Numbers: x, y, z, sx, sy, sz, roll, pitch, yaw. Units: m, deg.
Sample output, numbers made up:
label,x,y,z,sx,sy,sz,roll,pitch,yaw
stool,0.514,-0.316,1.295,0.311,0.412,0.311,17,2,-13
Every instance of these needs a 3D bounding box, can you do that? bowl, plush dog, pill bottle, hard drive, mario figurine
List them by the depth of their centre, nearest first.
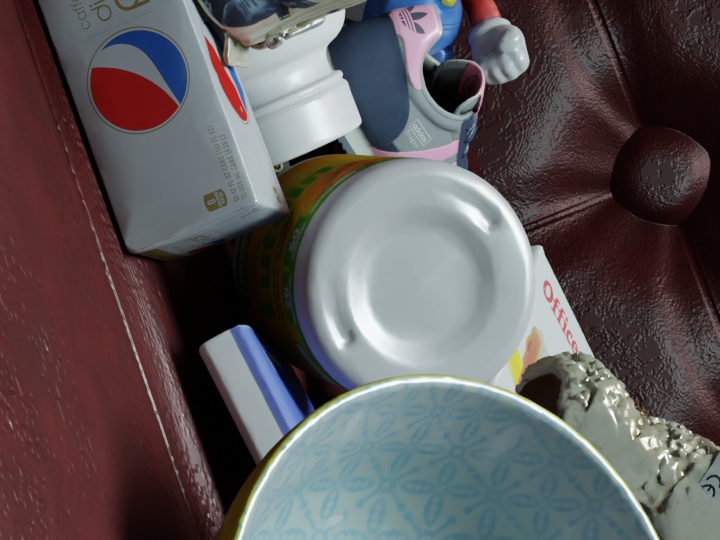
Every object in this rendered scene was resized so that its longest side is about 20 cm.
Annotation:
label,x,y,z,sx,sy,sz,roll,pitch,yaw
bowl,0.016,0.150,0.769,0.108,0.199,0.201,-35,-109,54
hard drive,-0.006,0.127,0.914,0.201,0.025,0.132,62,1,14
pill bottle,0.000,0.000,0.982,0.112,0.111,0.200,67,-13,-10
pill bottle,-0.073,-0.150,1.006,0.111,0.111,0.201,-68,136,-78
plush dog,0.154,0.139,1.059,0.172,0.159,0.201,148,-62,-86
mario figurine,0.028,-0.161,1.177,0.106,0.123,0.201,29,-62,49

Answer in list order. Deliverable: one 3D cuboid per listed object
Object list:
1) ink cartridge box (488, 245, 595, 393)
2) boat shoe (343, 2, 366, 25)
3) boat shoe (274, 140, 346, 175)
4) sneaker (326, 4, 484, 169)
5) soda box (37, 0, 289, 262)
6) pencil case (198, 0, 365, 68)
label,x,y,z,sx,sy,sz,roll,pitch,yaw
ink cartridge box,0.067,0.105,1.127,0.146,0.083,0.201,62,35,-35
boat shoe,-0.062,-0.178,1.221,0.200,0.074,0.067,23,20,-49
boat shoe,-0.022,-0.026,1.122,0.072,0.060,0.202,-48,119,-39
sneaker,0.043,-0.073,1.133,0.200,0.082,0.070,48,19,-55
soda box,-0.099,-0.107,0.903,0.068,0.063,0.201,15,54,-79
pencil case,0.019,-0.160,0.884,0.078,0.199,0.090,-20,93,-71
